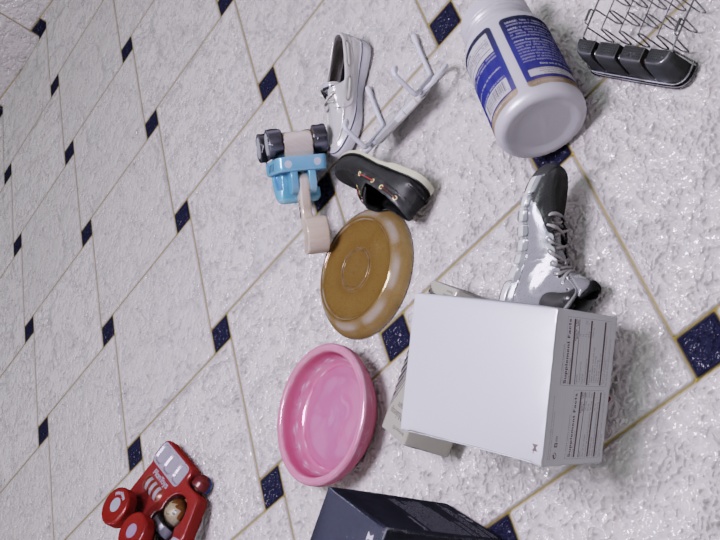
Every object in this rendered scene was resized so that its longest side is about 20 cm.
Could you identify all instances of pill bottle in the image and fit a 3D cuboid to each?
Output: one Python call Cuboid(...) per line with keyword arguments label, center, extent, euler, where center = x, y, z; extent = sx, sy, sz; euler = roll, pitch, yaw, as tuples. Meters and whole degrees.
Cuboid(label="pill bottle", center=(0.196, -0.249, 1.165), extent=(0.116, 0.115, 0.201), euler=(-42, 47, 33))

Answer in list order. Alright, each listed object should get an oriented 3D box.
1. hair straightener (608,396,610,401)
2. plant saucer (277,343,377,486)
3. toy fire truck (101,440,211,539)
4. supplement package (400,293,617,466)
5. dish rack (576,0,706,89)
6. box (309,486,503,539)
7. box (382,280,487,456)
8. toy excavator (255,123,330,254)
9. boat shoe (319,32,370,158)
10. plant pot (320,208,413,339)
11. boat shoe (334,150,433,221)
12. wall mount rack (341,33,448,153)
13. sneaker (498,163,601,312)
Cuboid(label="hair straightener", center=(0.200, 0.131, 1.082), extent=(0.199, 0.041, 0.078), euler=(-26, 57, 48))
Cuboid(label="plant saucer", center=(-0.042, 0.207, 1.334), extent=(0.200, 0.051, 0.203), euler=(-24, 57, 44))
Cuboid(label="toy fire truck", center=(-0.331, 0.397, 1.582), extent=(0.169, 0.112, 0.199), euler=(-53, 39, -6))
Cuboid(label="supplement package", center=(0.156, 0.112, 1.011), extent=(0.199, 0.110, 0.158), euler=(5, 88, 47))
Cuboid(label="dish rack", center=(0.340, -0.318, 1.067), extent=(0.153, 0.054, 0.202), euler=(27, 96, 50))
Cuboid(label="box", center=(0.035, 0.366, 1.055), extent=(0.117, 0.199, 0.199), euler=(22, 93, 52))
Cuboid(label="box", center=(0.099, 0.121, 1.166), extent=(0.082, 0.068, 0.202), euler=(20, 91, 69))
Cuboid(label="toy excavator", center=(-0.092, -0.129, 1.487), extent=(0.194, 0.099, 0.202), euler=(-174, 76, -74))
Cuboid(label="boat shoe", center=(-0.033, -0.283, 1.497), extent=(0.072, 0.065, 0.202), euler=(5, 81, 53))
Cuboid(label="plant pot", center=(0.000, 0.000, 1.381), extent=(0.199, 0.027, 0.202), euler=(-23, 58, 44))
Cuboid(label="boat shoe", center=(0.020, -0.124, 1.360), extent=(0.063, 0.074, 0.201), euler=(-52, 40, -10))
Cuboid(label="wall mount rack", center=(0.048, -0.265, 1.394), extent=(0.200, 0.074, 0.174), euler=(-43, 9, 31))
Cuboid(label="sneaker", center=(0.234, -0.016, 1.073), extent=(0.115, 0.075, 0.202), euler=(20, 102, 47))
